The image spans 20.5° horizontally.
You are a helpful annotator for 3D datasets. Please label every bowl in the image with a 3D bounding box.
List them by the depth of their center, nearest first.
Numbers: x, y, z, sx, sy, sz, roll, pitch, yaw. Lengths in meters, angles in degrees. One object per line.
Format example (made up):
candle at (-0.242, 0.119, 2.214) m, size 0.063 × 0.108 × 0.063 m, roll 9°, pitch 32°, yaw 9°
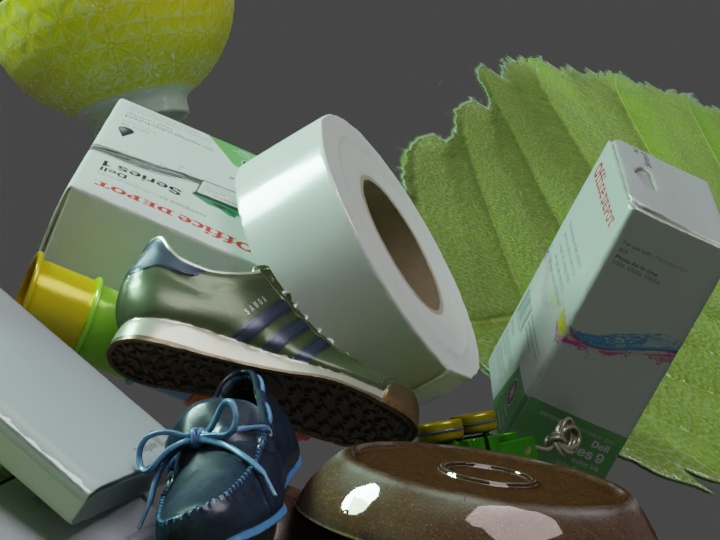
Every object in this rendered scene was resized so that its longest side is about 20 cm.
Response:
bowl at (-0.185, -0.164, 1.560) m, size 0.200 × 0.199 × 0.108 m, roll -8°, pitch 82°, yaw -56°

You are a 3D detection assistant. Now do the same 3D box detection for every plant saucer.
plant saucer at (0.065, 0.123, 1.058) m, size 0.199 × 0.035 × 0.200 m, roll 9°, pitch 5°, yaw -1°

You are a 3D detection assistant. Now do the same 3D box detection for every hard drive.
hard drive at (-0.195, 0.052, 1.073) m, size 0.200 × 0.027 × 0.132 m, roll 39°, pitch 15°, yaw 11°

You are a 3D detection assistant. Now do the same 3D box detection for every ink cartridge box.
ink cartridge box at (-0.129, -0.027, 1.356) m, size 0.145 × 0.085 × 0.200 m, roll 23°, pitch 20°, yaw -6°
ink cartridge box at (0.172, 0.027, 1.403) m, size 0.087 × 0.201 × 0.145 m, roll 22°, pitch 20°, yaw -8°

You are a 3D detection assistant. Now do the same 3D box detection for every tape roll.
tape roll at (0.000, 0.000, 1.320) m, size 0.203 × 0.071 × 0.203 m, roll 56°, pitch 14°, yaw -22°

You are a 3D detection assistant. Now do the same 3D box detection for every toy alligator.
toy alligator at (0.071, 0.121, 1.278) m, size 0.054 × 0.060 × 0.200 m, roll -11°, pitch -3°, yaw 35°

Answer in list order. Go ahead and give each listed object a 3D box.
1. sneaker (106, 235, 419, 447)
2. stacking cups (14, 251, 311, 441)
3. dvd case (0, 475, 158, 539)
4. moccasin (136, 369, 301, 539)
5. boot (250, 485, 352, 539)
sneaker at (-0.052, 0.037, 1.191) m, size 0.199 × 0.067 × 0.090 m, roll 18°, pitch 53°, yaw -21°
stacking cups at (-0.114, 0.049, 1.221) m, size 0.199 × 0.061 × 0.061 m, roll 20°, pitch 21°, yaw -12°
dvd case at (-0.111, 0.165, 1.008) m, size 0.199 × 0.018 × 0.143 m, roll 32°, pitch 21°, yaw 15°
moccasin at (-0.080, 0.101, 1.055) m, size 0.080 × 0.069 × 0.200 m, roll -19°, pitch 8°, yaw 4°
boot at (0.026, 0.153, 1.144) m, size 0.199 × 0.065 × 0.186 m, roll 14°, pitch 11°, yaw -5°
